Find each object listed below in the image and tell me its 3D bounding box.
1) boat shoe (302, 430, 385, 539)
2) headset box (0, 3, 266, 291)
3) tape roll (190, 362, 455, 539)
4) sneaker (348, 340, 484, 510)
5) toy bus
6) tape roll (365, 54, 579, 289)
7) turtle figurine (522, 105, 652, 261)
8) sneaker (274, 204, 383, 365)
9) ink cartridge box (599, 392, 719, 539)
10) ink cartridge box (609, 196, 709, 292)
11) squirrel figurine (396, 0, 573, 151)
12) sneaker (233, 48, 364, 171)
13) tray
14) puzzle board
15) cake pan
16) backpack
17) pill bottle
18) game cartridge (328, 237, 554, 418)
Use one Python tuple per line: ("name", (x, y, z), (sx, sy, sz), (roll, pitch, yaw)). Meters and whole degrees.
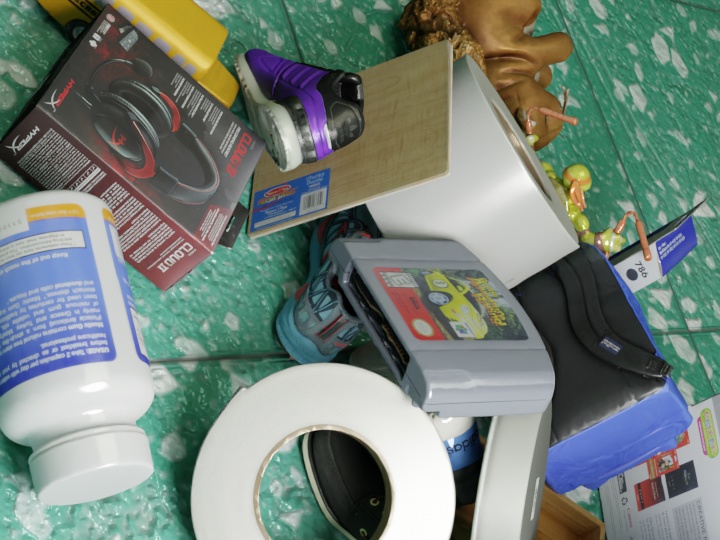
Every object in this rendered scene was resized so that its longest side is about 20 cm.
("boat shoe", (0.023, 0.208, 1.179), (0.073, 0.063, 0.203), (-23, 80, -48))
("headset box", (-0.174, -0.093, 1.169), (0.200, 0.075, 0.149), (41, 41, -18))
("tape roll", (-0.029, 0.169, 1.078), (0.200, 0.037, 0.205), (1, 85, -8))
("sneaker", (0.051, 0.132, 1.217), (0.076, 0.200, 0.112), (-22, 112, -14))
("toy bus", (-0.185, -0.209, 1.233), (0.200, 0.078, 0.065), (38, 43, -20))
("tape roll", (0.091, -0.076, 1.319), (0.203, 0.138, 0.203), (56, 13, -19))
("turtle figurine", (0.193, -0.049, 1.429), (0.064, 0.162, 0.201), (-19, 62, -38))
("sneaker", (0.000, 0.000, 1.265), (0.079, 0.095, 0.201), (39, 43, -18))
("ink cartridge box", (0.324, 0.241, 1.369), (0.083, 0.175, 0.202), (20, 52, -34))
("ink cartridge box", (0.270, 0.000, 1.456), (0.039, 0.200, 0.099), (55, 41, 1))
("squirrel figurine", (0.133, -0.214, 1.542), (0.198, 0.141, 0.189), (0, 74, -29))
("sneaker", (-0.047, -0.149, 1.265), (0.200, 0.099, 0.070), (-122, -164, -57))
("tray", (0.139, 0.229, 1.300), (0.199, 0.037, 0.099), (37, 43, -23))
("puzzle board", (-0.008, -0.113, 1.263), (0.017, 0.198, 0.152), (45, 37, -44))
("cake pan", (0.123, 0.183, 1.160), (0.036, 0.202, 0.201), (8, 44, 12))
("backpack", (0.201, 0.093, 1.355), (0.168, 0.161, 0.201), (56, 10, -52))
("pill bottle", (-0.208, 0.056, 1.008), (0.111, 0.112, 0.202), (3, 63, -44))
("game cartridge", (0.068, 0.039, 1.141), (0.132, 0.041, 0.200), (4, 34, -30))
